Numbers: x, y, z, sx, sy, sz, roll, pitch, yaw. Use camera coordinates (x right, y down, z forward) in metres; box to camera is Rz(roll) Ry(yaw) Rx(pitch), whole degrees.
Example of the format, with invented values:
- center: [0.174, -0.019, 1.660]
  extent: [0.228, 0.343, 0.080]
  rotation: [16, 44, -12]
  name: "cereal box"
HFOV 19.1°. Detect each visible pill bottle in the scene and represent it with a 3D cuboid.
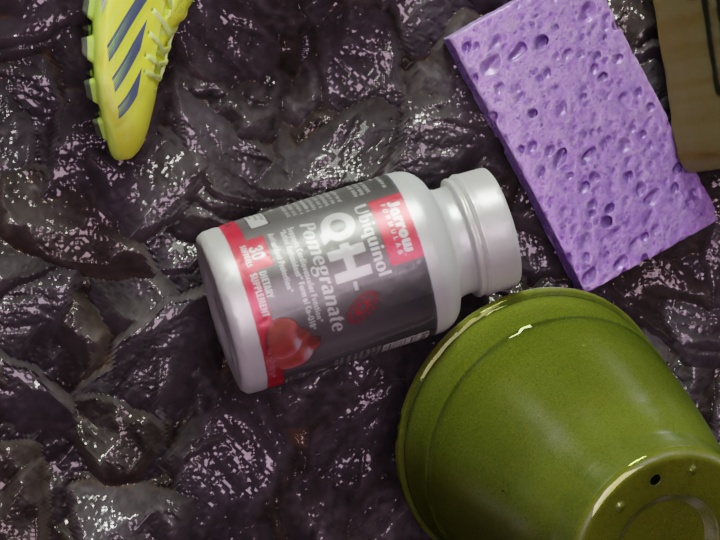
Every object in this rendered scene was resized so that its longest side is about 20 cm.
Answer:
- center: [0.000, 0.000, 1.406]
  extent: [0.198, 0.111, 0.112]
  rotation: [-18, 94, -9]
  name: "pill bottle"

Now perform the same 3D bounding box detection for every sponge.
- center: [0.152, -0.097, 1.471]
  extent: [0.111, 0.030, 0.201]
  rotation: [-29, 96, -9]
  name: "sponge"

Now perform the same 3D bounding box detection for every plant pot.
- center: [0.150, 0.136, 1.362]
  extent: [0.199, 0.193, 0.202]
  rotation: [-8, 111, -20]
  name: "plant pot"

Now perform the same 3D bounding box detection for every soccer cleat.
- center: [-0.140, -0.173, 1.400]
  extent: [0.083, 0.065, 0.202]
  rotation: [1, 90, -6]
  name: "soccer cleat"

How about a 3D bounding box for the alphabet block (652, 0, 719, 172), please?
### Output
- center: [0.320, -0.177, 1.400]
  extent: [0.193, 0.200, 0.198]
  rotation: [-8, 92, -18]
  name: "alphabet block"
